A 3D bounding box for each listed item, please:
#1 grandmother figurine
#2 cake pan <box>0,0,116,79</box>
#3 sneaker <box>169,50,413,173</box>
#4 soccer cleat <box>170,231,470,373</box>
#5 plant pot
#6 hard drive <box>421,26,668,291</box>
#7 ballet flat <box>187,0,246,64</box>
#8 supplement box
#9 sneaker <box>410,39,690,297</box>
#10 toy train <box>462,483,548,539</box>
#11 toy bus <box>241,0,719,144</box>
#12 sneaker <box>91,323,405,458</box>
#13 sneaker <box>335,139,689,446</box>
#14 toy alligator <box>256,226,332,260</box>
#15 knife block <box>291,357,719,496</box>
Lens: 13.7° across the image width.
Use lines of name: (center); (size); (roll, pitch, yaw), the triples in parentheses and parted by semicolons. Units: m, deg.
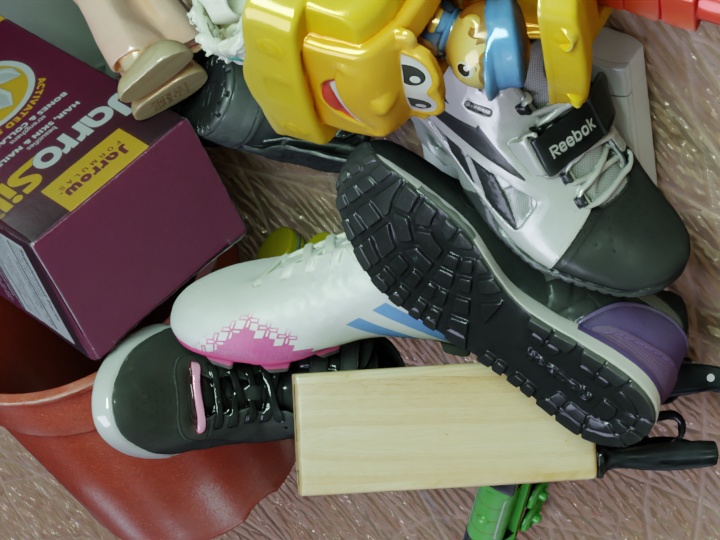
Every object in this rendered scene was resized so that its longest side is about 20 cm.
grandmother figurine: (-0.147, -0.174, 1.529); (0.200, 0.060, 0.121); (58, 172, 13)
cake pan: (-0.209, -0.169, 1.676); (0.200, 0.037, 0.201); (27, 148, 19)
sneaker: (-0.040, -0.082, 1.574); (0.104, 0.060, 0.200); (12, -177, -16)
soccer cleat: (0.000, 0.000, 1.542); (0.199, 0.070, 0.087); (-3, 130, 0)
plant pot: (-0.134, 0.050, 1.759); (0.200, 0.201, 0.195); (15, 151, 35)
hard drive: (0.089, -0.056, 1.517); (0.132, 0.027, 0.200); (21, 146, 27)
ballet flat: (-0.069, -0.190, 1.390); (0.072, 0.072, 0.201); (-8, 98, 51)
supplement box: (-0.168, -0.048, 1.600); (0.200, 0.110, 0.086); (29, 153, 47)
sneaker: (0.082, -0.069, 1.408); (0.200, 0.074, 0.089); (40, 149, 0)
toy train: (0.088, 0.106, 1.710); (0.042, 0.056, 0.200); (30, 149, 14)
toy bus: (0.066, -0.134, 1.267); (0.192, 0.200, 0.136); (22, 159, 15)
sneaker: (-0.051, 0.061, 1.587); (0.099, 0.200, 0.071); (-3, 89, 36)
sneaker: (0.077, -0.005, 1.481); (0.200, 0.088, 0.076); (41, 141, -10)
toy alligator: (-0.006, 0.016, 1.663); (0.059, 0.054, 0.200); (35, 165, -33)
knife block: (0.087, 0.077, 1.538); (0.175, 0.200, 0.064); (-6, 86, 41)
